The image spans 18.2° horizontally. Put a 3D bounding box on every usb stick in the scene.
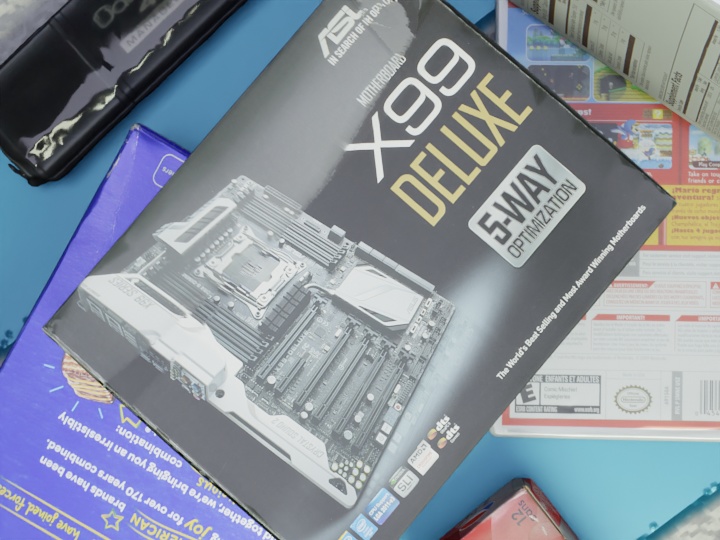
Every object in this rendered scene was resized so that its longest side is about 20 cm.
[{"bbox_3d":[-0.084,-0.119,0.967,0.200,0.033,0.055,-43,81,2],"label":"usb stick"}]

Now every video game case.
[{"bbox_3d":[0.127,-0.028,0.961,0.142,0.017,0.202,1,90,3],"label":"video game case"}]

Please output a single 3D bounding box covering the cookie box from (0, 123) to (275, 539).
[{"bbox_3d":[-0.068,0.068,0.941,0.170,0.075,0.201,30,90,2],"label":"cookie box"}]

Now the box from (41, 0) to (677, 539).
[{"bbox_3d":[0.000,0.000,0.879,0.158,0.050,0.200,41,85,3],"label":"box"}]

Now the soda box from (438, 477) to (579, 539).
[{"bbox_3d":[0.105,0.184,0.937,0.070,0.063,0.200,-39,87,4],"label":"soda box"}]

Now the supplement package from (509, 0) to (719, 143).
[{"bbox_3d":[0.178,-0.133,0.875,0.199,0.151,0.152,35,83,9],"label":"supplement package"}]
